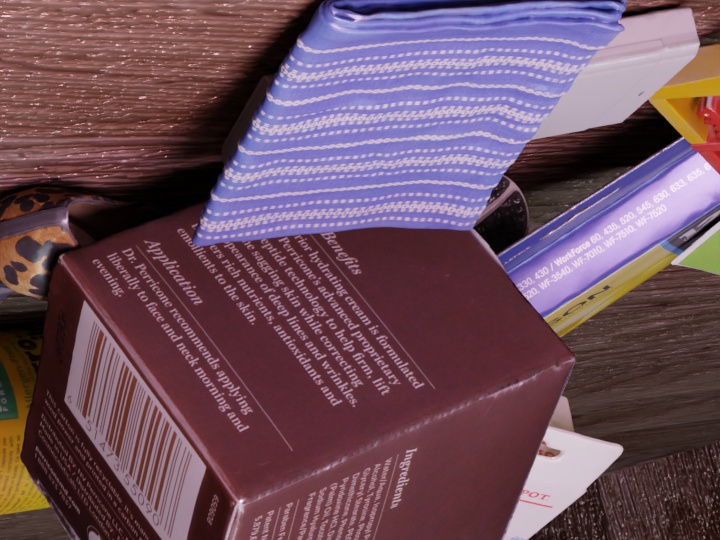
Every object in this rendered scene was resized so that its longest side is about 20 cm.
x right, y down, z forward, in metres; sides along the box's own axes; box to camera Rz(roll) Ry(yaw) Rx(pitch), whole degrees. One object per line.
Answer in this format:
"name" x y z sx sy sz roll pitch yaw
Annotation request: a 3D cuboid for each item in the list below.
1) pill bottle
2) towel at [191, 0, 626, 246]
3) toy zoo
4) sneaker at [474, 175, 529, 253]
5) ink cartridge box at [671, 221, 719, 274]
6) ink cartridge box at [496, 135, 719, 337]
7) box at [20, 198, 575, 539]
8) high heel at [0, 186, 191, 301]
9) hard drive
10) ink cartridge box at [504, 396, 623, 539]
"pill bottle" -0.227 0.093 1.615 0.199 0.114 0.113 -5 168 -39
"towel" 0.019 -0.063 1.159 0.144 0.024 0.200 -5 154 -23
"toy zoo" 0.224 -0.070 1.310 0.131 0.021 0.200 -2 156 33
"sneaker" 0.000 0.000 1.496 0.199 0.074 0.080 -13 172 4
"ink cartridge box" 0.287 -0.050 1.495 0.199 0.076 0.148 12 144 -31
"ink cartridge box" 0.140 -0.013 1.472 0.197 0.047 0.200 -33 174 9
"box" -0.035 0.069 1.302 0.199 0.166 0.165 -21 146 -30
"high heel" -0.096 -0.008 1.324 0.199 0.072 0.142 -2 169 -24
"hard drive" 0.043 -0.079 1.237 0.199 0.026 0.132 -11 170 -14
"ink cartridge box" 0.050 0.119 1.560 0.116 0.068 0.200 15 138 -32
